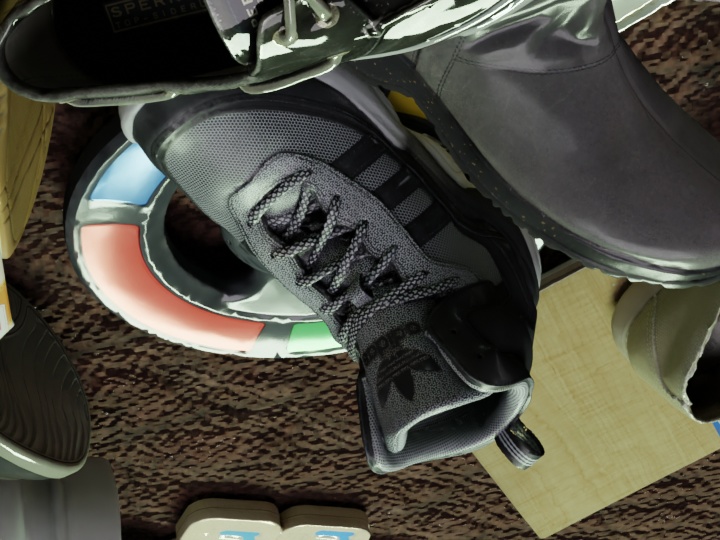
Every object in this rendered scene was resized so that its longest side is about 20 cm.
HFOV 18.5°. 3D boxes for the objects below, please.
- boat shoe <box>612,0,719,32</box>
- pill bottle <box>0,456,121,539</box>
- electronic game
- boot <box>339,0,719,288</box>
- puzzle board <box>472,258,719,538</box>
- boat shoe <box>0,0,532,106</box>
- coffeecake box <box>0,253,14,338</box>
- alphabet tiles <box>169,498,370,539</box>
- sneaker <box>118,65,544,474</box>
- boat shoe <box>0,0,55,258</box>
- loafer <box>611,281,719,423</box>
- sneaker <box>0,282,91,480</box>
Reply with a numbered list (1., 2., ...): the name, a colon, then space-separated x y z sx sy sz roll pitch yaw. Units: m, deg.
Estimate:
1. boat shoe: 0.113 -0.122 0.729 0.071 0.070 0.200 13 141 -34
2. pill bottle: -0.210 0.122 0.973 0.199 0.111 0.111 2 145 -17
3. electronic game: -0.017 -0.024 0.867 0.199 0.042 0.200 -7 147 -5
4. boot: 0.069 -0.086 0.704 0.200 0.070 0.132 33 138 -4
5. puzzle board: 0.116 0.046 1.010 0.150 0.017 0.200 -28 144 7
6. boat shoe: -0.022 -0.087 0.671 0.199 0.064 0.071 -15 105 29
7. coffeecake box: -0.192 -0.054 0.676 0.073 0.153 0.200 -47 159 -28
8. alphabet tiles: -0.074 0.175 1.174 0.195 0.015 0.200 7 143 -22
9. sneaker: 0.000 0.000 0.779 0.075 0.114 0.200 -37 132 26
10. boat shoe: -0.146 -0.077 0.741 0.069 0.074 0.200 10 146 5
11. loafer: 0.184 -0.010 0.899 0.075 0.068 0.200 11 133 -34
12. sneaker: -0.207 0.037 0.894 0.106 0.075 0.200 -26 134 31
